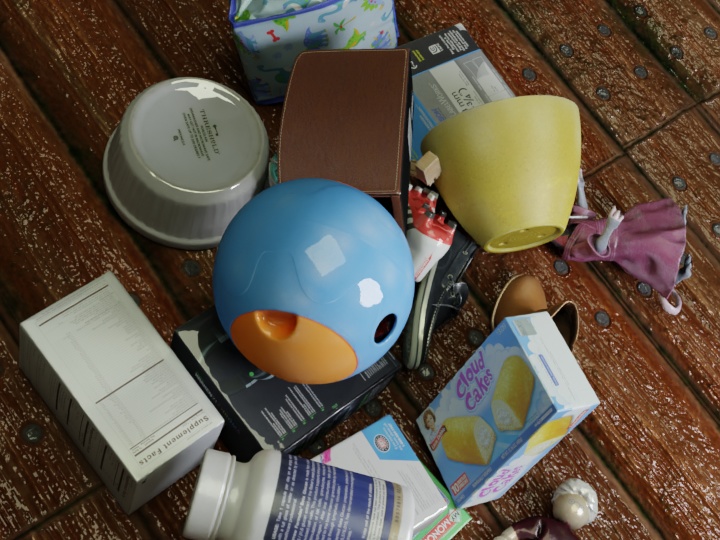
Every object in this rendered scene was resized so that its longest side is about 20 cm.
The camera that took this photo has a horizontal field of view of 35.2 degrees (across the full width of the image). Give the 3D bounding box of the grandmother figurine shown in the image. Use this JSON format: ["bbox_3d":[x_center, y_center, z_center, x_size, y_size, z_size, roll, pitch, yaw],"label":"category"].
[{"bbox_3d":[0.203,0.314,1.227,0.121,0.061,0.201,37,61,-6],"label":"grandmother figurine"}]

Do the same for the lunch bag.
[{"bbox_3d":[-0.055,-0.310,1.384,0.197,0.170,0.129,-10,65,2],"label":"lunch bag"}]

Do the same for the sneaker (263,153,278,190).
[{"bbox_3d":[-0.066,-0.110,1.361,0.077,0.092,0.200,39,33,10],"label":"sneaker"}]

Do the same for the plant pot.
[{"bbox_3d":[0.182,-0.104,1.375,0.198,0.200,0.144,-5,75,-20],"label":"plant pot"}]

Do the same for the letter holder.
[{"bbox_3d":[-0.015,-0.140,1.276,0.140,0.101,0.202,1,59,7],"label":"letter holder"}]

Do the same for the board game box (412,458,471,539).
[{"bbox_3d":[0.005,0.278,1.201,0.199,0.029,0.135,-36,78,-30],"label":"board game box"}]

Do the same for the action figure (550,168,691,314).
[{"bbox_3d":[0.315,-0.039,1.446,0.197,0.150,0.134,1,30,4],"label":"action figure"}]

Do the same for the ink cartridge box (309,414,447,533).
[{"bbox_3d":[-0.026,0.249,1.150,0.199,0.068,0.116,-26,72,-27],"label":"ink cartridge box"}]

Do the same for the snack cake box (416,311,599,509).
[{"bbox_3d":[0.150,0.150,1.202,0.067,0.201,0.116,-5,55,-36],"label":"snack cake box"}]

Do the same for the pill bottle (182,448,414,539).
[{"bbox_3d":[-0.058,0.229,1.046,0.198,0.111,0.112,17,59,-7],"label":"pill bottle"}]

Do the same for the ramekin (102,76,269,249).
[{"bbox_3d":[-0.197,-0.133,1.320,0.200,0.094,0.205,7,61,-13],"label":"ramekin"}]

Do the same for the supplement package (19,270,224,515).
[{"bbox_3d":[-0.246,0.125,1.156,0.113,0.110,0.200,-32,75,-29],"label":"supplement package"}]

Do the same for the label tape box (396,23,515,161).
[{"bbox_3d":[0.087,-0.222,1.473,0.199,0.063,0.145,-26,72,-28],"label":"label tape box"}]

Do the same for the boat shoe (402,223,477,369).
[{"bbox_3d":[0.095,0.031,1.336,0.062,0.075,0.201,20,53,1],"label":"boat shoe"}]

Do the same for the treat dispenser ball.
[{"bbox_3d":[-0.046,0.010,1.117,0.198,0.201,0.203,7,61,-13],"label":"treat dispenser ball"}]

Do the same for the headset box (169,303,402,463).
[{"bbox_3d":[-0.090,0.105,1.226,0.199,0.093,0.175,-34,77,-29],"label":"headset box"}]

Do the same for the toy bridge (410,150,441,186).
[{"bbox_3d":[0.019,-0.161,1.387,0.199,0.067,0.027,37,76,28],"label":"toy bridge"}]

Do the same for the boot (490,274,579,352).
[{"bbox_3d":[0.205,0.066,1.302,0.073,0.155,0.202,16,59,-8],"label":"boot"}]

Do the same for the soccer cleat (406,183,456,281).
[{"bbox_3d":[0.059,-0.053,1.341,0.068,0.086,0.200,25,15,-19],"label":"soccer cleat"}]
